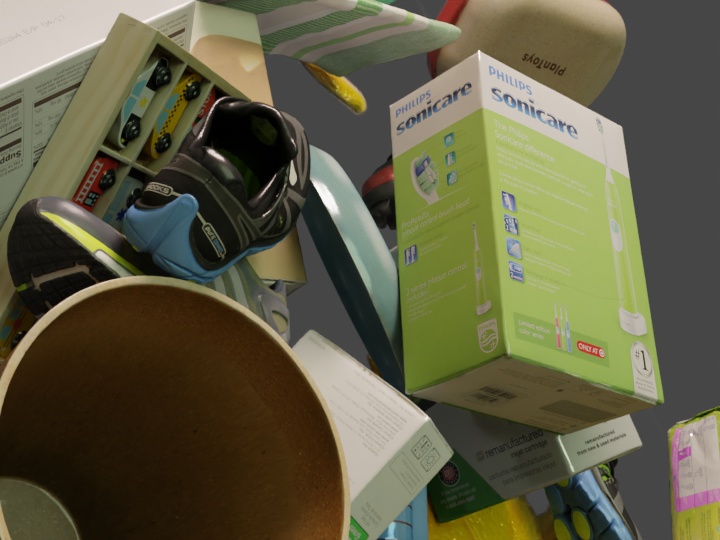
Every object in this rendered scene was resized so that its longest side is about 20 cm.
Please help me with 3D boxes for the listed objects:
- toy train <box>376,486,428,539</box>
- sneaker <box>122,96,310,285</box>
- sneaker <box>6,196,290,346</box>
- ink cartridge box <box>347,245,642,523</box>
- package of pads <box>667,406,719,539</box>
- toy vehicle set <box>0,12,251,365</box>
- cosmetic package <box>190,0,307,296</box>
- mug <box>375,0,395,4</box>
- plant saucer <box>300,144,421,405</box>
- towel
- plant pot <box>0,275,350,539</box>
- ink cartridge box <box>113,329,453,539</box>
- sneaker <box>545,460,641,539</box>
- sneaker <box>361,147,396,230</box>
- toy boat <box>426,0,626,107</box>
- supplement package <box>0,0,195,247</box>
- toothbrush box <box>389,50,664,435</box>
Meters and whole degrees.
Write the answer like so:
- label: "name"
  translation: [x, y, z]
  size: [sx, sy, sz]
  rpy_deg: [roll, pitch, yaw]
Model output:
- label: "toy train"
  translation: [-0.005, 0.164, 0.786]
  size: [0.087, 0.114, 0.200]
  rpy_deg: [21, 56, -33]
- label: "sneaker"
  translation: [-0.058, -0.053, 0.672]
  size: [0.071, 0.083, 0.200]
  rpy_deg: [41, 20, -2]
- label: "sneaker"
  translation: [-0.109, 0.008, 0.682]
  size: [0.200, 0.074, 0.081]
  rpy_deg: [38, 45, -45]
- label: "ink cartridge box"
  translation: [0.091, 0.062, 0.901]
  size: [0.083, 0.147, 0.200]
  rpy_deg: [-11, 75, -41]
- label: "package of pads"
  translation: [0.338, 0.233, 1.082]
  size: [0.154, 0.068, 0.200]
  rpy_deg: [26, 52, -29]
- label: "toy vehicle set"
  translation: [-0.143, -0.033, 0.707]
  size: [0.027, 0.200, 0.124]
  rpy_deg: [29, 1, 21]
- label: "cosmetic package"
  translation: [-0.106, -0.067, 0.829]
  size: [0.071, 0.105, 0.200]
  rpy_deg: [3, 68, -38]
- label: "mug"
  translation: [-0.065, -0.264, 0.916]
  size: [0.114, 0.185, 0.152]
  rpy_deg: [-38, 127, -43]
- label: "plant saucer"
  translation: [0.000, 0.000, 0.837]
  size: [0.027, 0.200, 0.200]
  rpy_deg: [-25, 84, -6]
- label: "towel"
  translation: [-0.052, -0.178, 0.908]
  size: [0.200, 0.153, 0.023]
  rpy_deg: [8, 83, -37]
- label: "plant pot"
  translation: [-0.138, 0.126, 0.628]
  size: [0.186, 0.200, 0.186]
  rpy_deg: [20, 56, -32]
- label: "ink cartridge box"
  translation: [-0.054, 0.141, 0.725]
  size: [0.200, 0.109, 0.050]
  rpy_deg: [-47, 140, -11]
- label: "sneaker"
  translation: [0.179, 0.161, 0.969]
  size: [0.083, 0.071, 0.200]
  rpy_deg: [-18, 78, -39]
- label: "sneaker"
  translation: [0.058, -0.097, 1.009]
  size: [0.200, 0.071, 0.098]
  rpy_deg: [-26, 90, -47]
- label: "toy boat"
  translation: [0.139, -0.215, 1.129]
  size: [0.200, 0.131, 0.131]
  rpy_deg: [11, 32, -37]
- label: "supplement package"
  translation: [-0.219, -0.104, 0.700]
  size: [0.156, 0.111, 0.200]
  rpy_deg: [29, 40, 20]
- label: "toothbrush box"
  translation: [0.101, -0.013, 0.781]
  size: [0.146, 0.086, 0.200]
  rpy_deg: [18, 60, -39]
